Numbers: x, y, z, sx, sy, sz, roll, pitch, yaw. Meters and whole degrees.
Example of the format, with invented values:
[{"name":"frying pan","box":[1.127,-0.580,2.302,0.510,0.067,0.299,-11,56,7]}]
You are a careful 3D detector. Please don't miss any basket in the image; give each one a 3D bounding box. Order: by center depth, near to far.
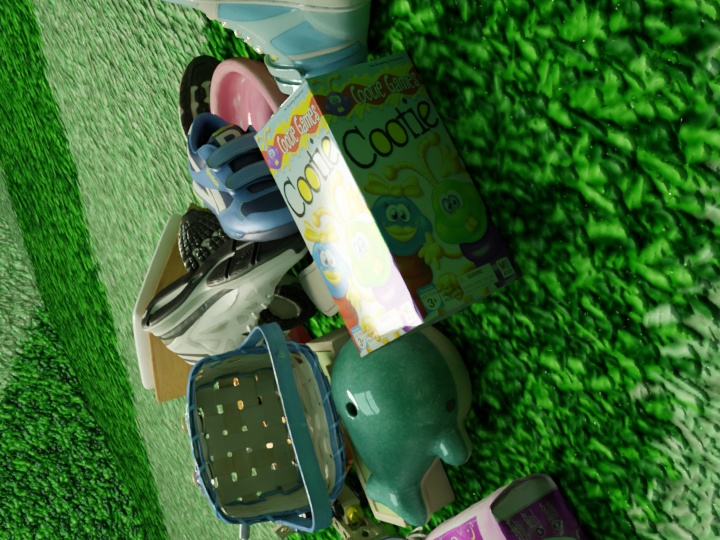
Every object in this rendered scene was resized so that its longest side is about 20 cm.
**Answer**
[{"name":"basket","box":[-0.082,0.148,0.964,0.200,0.139,0.176,-34,68,63]}]

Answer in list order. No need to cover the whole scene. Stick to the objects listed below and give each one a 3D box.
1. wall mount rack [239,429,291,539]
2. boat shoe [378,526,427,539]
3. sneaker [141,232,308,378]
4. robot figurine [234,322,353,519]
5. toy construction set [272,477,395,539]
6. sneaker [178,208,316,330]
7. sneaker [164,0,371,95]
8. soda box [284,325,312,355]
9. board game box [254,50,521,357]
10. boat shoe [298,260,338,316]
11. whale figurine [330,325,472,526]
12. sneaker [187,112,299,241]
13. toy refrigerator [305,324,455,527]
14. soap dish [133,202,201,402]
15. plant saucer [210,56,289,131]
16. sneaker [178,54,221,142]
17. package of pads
[{"name":"wall mount rack","box":[-0.101,0.259,1.234,0.174,0.075,0.200,120,151,-77]},{"name":"boat shoe","box":[0.057,0.302,1.098,0.202,0.075,0.086,49,-165,-43]},{"name":"sneaker","box":[-0.108,0.034,1.063,0.115,0.200,0.076,47,-154,-26]},{"name":"robot figurine","box":[-0.072,0.160,1.123,0.200,0.058,0.145,57,144,27]},{"name":"toy construction set","box":[-0.027,0.311,1.310,0.200,0.092,0.131,22,132,43]},{"name":"sneaker","box":[-0.129,-0.012,1.148,0.200,0.077,0.089,46,-167,-44]},{"name":"sneaker","box":[-0.085,-0.197,0.875,0.200,0.080,0.131,10,139,13]},{"name":"soda box","box":[-0.087,0.106,1.266,0.200,0.063,0.070,50,153,31]},{"name":"board game box","box":[0.019,-0.052,0.842,0.103,0.105,0.200,-35,80,56]},{"name":"boat shoe","box":[0.000,0.000,0.985,0.075,0.062,0.200,51,161,-1]},{"name":"whale figurine","box":[0.026,0.143,0.973,0.159,0.104,0.200,25,120,39]},{"name":"sneaker","box":[-0.112,-0.088,1.009,0.200,0.074,0.082,35,139,48]},{"name":"toy refrigerator","box":[0.017,0.154,1.089,0.076,0.070,0.200,-11,101,66]},{"name":"soap dish","box":[-0.212,0.040,1.323,0.200,0.081,0.157,-78,-6,-46]},{"name":"plant saucer","box":[-0.084,-0.119,1.071,0.201,0.051,0.201,47,150,39]},{"name":"sneaker","box":[-0.164,-0.142,1.197,0.089,0.077,0.200,-142,38,-61]},{"name":"package of pads","box":[0.129,0.260,0.945,0.121,0.076,0.200,60,155,14]}]
